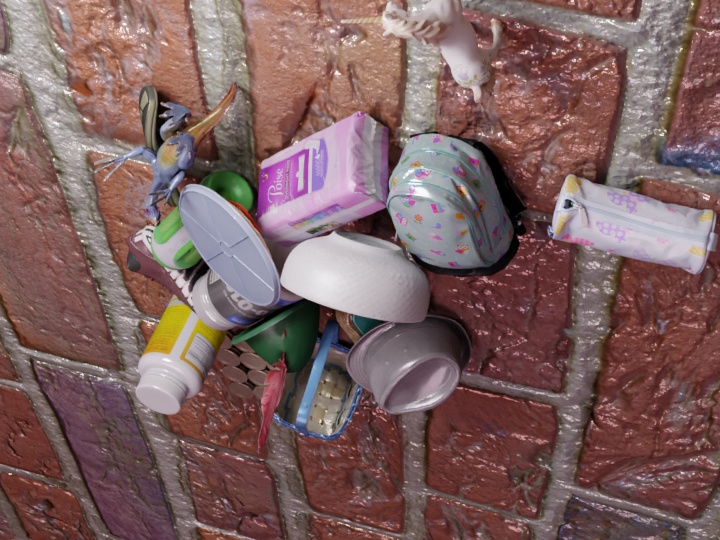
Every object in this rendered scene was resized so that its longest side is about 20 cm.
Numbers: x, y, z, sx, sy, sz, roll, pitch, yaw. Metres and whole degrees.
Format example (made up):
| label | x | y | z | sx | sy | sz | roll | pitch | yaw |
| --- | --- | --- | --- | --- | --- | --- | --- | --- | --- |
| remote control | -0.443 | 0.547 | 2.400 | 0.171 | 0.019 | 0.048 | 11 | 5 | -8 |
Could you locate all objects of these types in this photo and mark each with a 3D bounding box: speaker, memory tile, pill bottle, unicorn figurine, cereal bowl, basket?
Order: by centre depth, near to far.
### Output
| label | x | y | z | sx | sy | sz | roll | pitch | yaw |
| --- | --- | --- | --- | --- | --- | --- | --- | --- | --- |
| unicorn figurine | 0.094 | -0.261 | 1.251 | 0.200 | 0.138 | 0.074 | 40 | 140 | -23 |
| cereal bowl | 0.000 | 0.000 | 1.516 | 0.200 | 0.200 | 0.084 | 16 | 100 | 8 |
| speaker | -0.236 | -0.071 | 1.699 | 0.088 | 0.089 | 0.200 | 35 | 141 | -17 |
| pill bottle | -0.164 | 0.019 | 1.753 | 0.114 | 0.114 | 0.200 | 39 | 140 | -22 |
| basket | -0.067 | 0.184 | 1.868 | 0.139 | 0.177 | 0.200 | 16 | 162 | 9 |
| pill bottle | -0.290 | 0.131 | 1.883 | 0.109 | 0.200 | 0.109 | 14 | 143 | 11 |
| memory tile | -0.180 | 0.170 | 2.033 | 0.153 | 0.017 | 0.200 | 7 | 140 | 19 |

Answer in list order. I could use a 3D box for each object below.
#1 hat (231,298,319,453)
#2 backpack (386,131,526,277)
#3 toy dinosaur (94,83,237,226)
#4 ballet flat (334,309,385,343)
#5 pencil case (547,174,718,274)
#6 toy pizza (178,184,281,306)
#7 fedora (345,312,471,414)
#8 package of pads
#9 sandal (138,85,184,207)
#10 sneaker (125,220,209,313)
| label | x | y | z | sx | sy | sz | roll | pitch | yaw |
| --- | --- | --- | --- | --- | --- | --- | --- | --- | --- |
| hat | -0.090 | 0.144 | 1.778 | 0.200 | 0.166 | 0.176 | -27 | 93 | 44 |
| backpack | 0.114 | -0.080 | 1.472 | 0.166 | 0.127 | 0.200 | 3 | 144 | 21 |
| toy dinosaur | -0.243 | -0.135 | 1.543 | 0.105 | 0.200 | 0.182 | 62 | 160 | 19 |
| ballet flat | 0.020 | 0.107 | 1.827 | 0.065 | 0.071 | 0.200 | 24 | 152 | 47 |
| pencil case | 0.336 | -0.058 | 1.429 | 0.200 | 0.083 | 0.091 | 16 | 165 | 7 |
| toy pizza | -0.172 | -0.037 | 1.571 | 0.200 | 0.032 | 0.200 | 38 | 152 | 24 |
| fedora | 0.080 | 0.156 | 1.765 | 0.200 | 0.090 | 0.177 | -30 | 126 | 17 |
| package of pads | -0.049 | -0.117 | 1.517 | 0.076 | 0.121 | 0.200 | 23 | 149 | -39 |
| sandal | -0.268 | -0.177 | 1.608 | 0.057 | 0.080 | 0.201 | -15 | 138 | -6 |
| sneaker | -0.300 | 0.007 | 1.853 | 0.115 | 0.076 | 0.200 | -11 | 122 | 43 |
